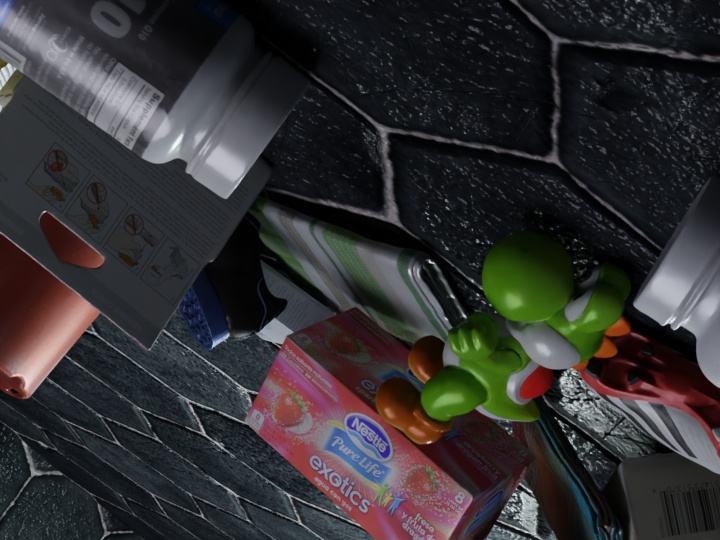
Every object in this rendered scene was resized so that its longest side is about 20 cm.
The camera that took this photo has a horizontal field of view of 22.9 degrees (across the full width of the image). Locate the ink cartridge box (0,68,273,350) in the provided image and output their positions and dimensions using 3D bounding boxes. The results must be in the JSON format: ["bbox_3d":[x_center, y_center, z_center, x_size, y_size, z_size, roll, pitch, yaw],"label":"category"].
[{"bbox_3d":[-0.186,-0.068,1.304,0.200,0.174,0.044,41,161,-24],"label":"ink cartridge box"}]

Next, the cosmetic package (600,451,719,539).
[{"bbox_3d":[0.240,0.204,1.366,0.103,0.088,0.200,-8,161,-3],"label":"cosmetic package"}]

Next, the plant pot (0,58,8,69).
[{"bbox_3d":[-0.337,-0.171,1.211,0.201,0.189,0.201,61,172,15],"label":"plant pot"}]

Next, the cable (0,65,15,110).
[{"bbox_3d":[-0.368,-0.202,1.446,0.200,0.069,0.200,40,160,-24],"label":"cable"}]

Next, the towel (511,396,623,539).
[{"bbox_3d":[0.158,0.178,1.382,0.200,0.022,0.147,-118,12,-47],"label":"towel"}]

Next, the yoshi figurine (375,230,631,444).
[{"bbox_3d":[0.089,0.034,1.195,0.112,0.113,0.200,9,148,-40],"label":"yoshi figurine"}]

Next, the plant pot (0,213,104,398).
[{"bbox_3d":[-0.325,0.004,1.703,0.200,0.196,0.201,29,162,10],"label":"plant pot"}]

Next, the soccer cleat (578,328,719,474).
[{"bbox_3d":[0.237,0.100,1.204,0.200,0.069,0.085,28,171,26],"label":"soccer cleat"}]

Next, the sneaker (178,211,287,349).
[{"bbox_3d":[-0.126,-0.040,1.410,0.070,0.078,0.201,-16,95,65],"label":"sneaker"}]

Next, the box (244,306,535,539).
[{"bbox_3d":[0.023,0.133,1.401,0.200,0.103,0.095,40,122,20],"label":"box"}]

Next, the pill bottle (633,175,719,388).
[{"bbox_3d":[0.249,0.036,0.929,0.200,0.109,0.109,32,162,6],"label":"pill bottle"}]

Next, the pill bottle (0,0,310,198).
[{"bbox_3d":[-0.139,-0.140,1.132,0.200,0.114,0.114,35,162,-6],"label":"pill bottle"}]

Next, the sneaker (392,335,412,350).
[{"bbox_3d":[0.019,0.089,1.531,0.098,0.071,0.200,40,163,-29],"label":"sneaker"}]

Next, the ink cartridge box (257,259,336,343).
[{"bbox_3d":[-0.127,-0.005,1.549,0.200,0.041,0.200,39,170,-14],"label":"ink cartridge box"}]

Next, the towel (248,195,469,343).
[{"bbox_3d":[0.000,0.000,1.416,0.200,0.031,0.149,23,158,37],"label":"towel"}]
